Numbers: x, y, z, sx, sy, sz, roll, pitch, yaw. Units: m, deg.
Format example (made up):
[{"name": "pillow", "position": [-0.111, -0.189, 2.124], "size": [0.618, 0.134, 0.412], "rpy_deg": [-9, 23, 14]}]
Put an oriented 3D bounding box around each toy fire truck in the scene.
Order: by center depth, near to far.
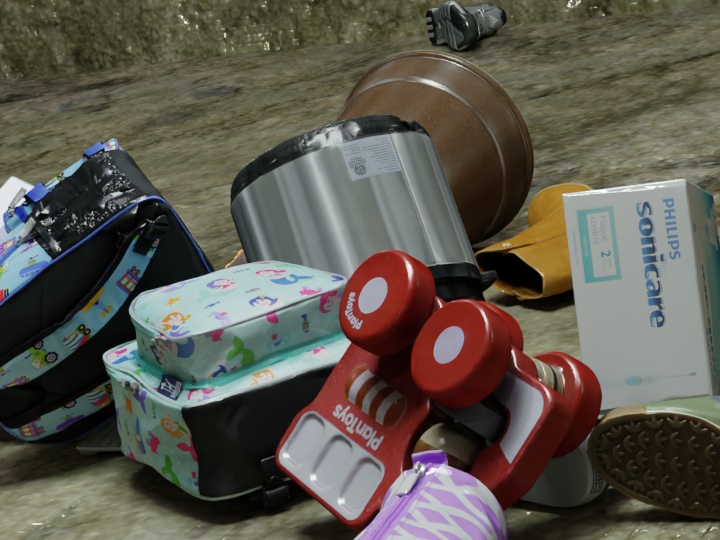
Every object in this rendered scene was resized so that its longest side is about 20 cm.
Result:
[{"name": "toy fire truck", "position": [0.042, 0.096, 1.431], "size": [0.112, 0.168, 0.200], "rpy_deg": [29, 4, -39]}]

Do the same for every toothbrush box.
[{"name": "toothbrush box", "position": [0.198, 0.020, 1.549], "size": [0.085, 0.147, 0.200], "rpy_deg": [-7, -2, 12]}]

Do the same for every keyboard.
[{"name": "keyboard", "position": [-0.168, 0.110, 1.832], "size": [0.056, 0.011, 0.200], "rpy_deg": [-6, 14, 14]}]

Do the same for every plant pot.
[{"name": "plant pot", "position": [0.032, -0.075, 2.120], "size": [0.200, 0.200, 0.198], "rpy_deg": [-3, 23, 28]}]

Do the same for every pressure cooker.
[{"name": "pressure cooker", "position": [0.000, -0.001, 1.798], "size": [0.176, 0.200, 0.179], "rpy_deg": [-24, -15, 15]}]

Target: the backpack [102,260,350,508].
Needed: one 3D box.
[{"name": "backpack", "position": [-0.087, 0.077, 1.637], "size": [0.177, 0.151, 0.200], "rpy_deg": [-18, 10, -27]}]

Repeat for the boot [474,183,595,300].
[{"name": "boot", "position": [0.157, -0.025, 2.035], "size": [0.144, 0.071, 0.201], "rpy_deg": [-13, 18, -26]}]

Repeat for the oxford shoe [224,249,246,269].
[{"name": "oxford shoe", "position": [-0.097, 0.011, 2.065], "size": [0.200, 0.073, 0.071], "rpy_deg": [1, 17, 40]}]

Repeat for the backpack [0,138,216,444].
[{"name": "backpack", "position": [-0.214, 0.025, 1.743], "size": [0.200, 0.183, 0.135], "rpy_deg": [-38, 47, -5]}]

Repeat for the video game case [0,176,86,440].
[{"name": "video game case", "position": [-0.254, 0.026, 1.862], "size": [0.200, 0.023, 0.182], "rpy_deg": [26, 57, 18]}]

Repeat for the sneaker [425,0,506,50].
[{"name": "sneaker", "position": [0.180, -0.391, 3.597], "size": [0.115, 0.075, 0.200], "rpy_deg": [-10, 12, -13]}]

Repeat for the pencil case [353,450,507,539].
[{"name": "pencil case", "position": [0.022, 0.169, 1.271], "size": [0.084, 0.086, 0.200], "rpy_deg": [-4, 15, 18]}]

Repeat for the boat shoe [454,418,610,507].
[{"name": "boat shoe", "position": [0.092, 0.114, 1.516], "size": [0.200, 0.069, 0.057], "rpy_deg": [12, 20, 43]}]

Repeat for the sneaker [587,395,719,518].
[{"name": "sneaker", "position": [0.248, 0.107, 1.417], "size": [0.200, 0.067, 0.090], "rpy_deg": [3, 19, 22]}]
